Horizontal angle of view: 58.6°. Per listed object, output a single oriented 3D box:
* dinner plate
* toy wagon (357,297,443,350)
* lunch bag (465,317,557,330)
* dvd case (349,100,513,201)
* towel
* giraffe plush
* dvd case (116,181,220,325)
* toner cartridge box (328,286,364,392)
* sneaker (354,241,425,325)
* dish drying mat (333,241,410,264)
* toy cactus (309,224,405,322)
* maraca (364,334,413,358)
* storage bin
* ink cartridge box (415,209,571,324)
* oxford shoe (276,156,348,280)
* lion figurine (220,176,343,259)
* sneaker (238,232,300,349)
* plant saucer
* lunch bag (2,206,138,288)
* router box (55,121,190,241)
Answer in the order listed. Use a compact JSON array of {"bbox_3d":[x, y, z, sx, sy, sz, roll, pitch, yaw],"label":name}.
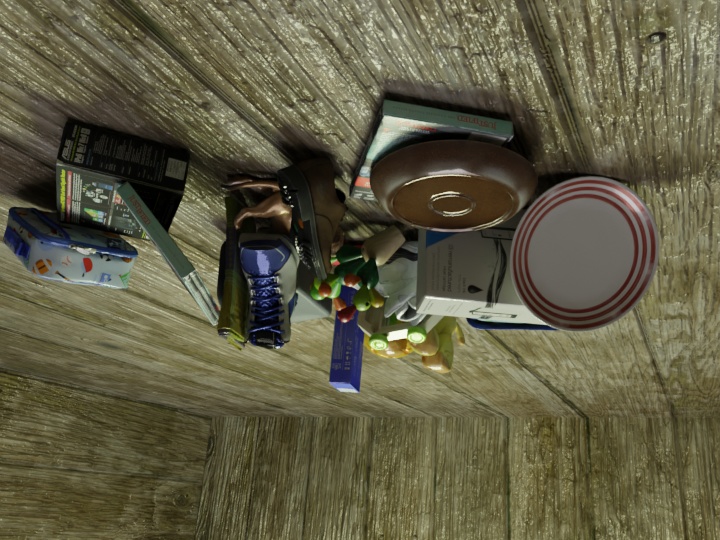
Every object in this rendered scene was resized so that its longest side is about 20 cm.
[{"bbox_3d":[0.285,-0.020,0.824,0.199,0.201,0.024,7,-171,-7],"label":"dinner plate"},{"bbox_3d":[0.090,0.054,1.075,0.199,0.156,0.040,-13,135,24],"label":"toy wagon"},{"bbox_3d":[0.260,0.034,1.056,0.169,0.128,0.200,1,173,-4],"label":"lunch bag"},{"bbox_3d":[0.074,-0.127,0.765,0.145,0.022,0.200,7,161,-9],"label":"dvd case"},{"bbox_3d":[-0.178,0.009,0.926,0.023,0.201,0.144,0,166,3],"label":"towel"},{"bbox_3d":[0.091,0.104,1.218,0.161,0.173,0.200,-13,-173,28],"label":"giraffe plush"},{"bbox_3d":[-0.241,-0.014,0.834,0.022,0.146,0.200,-36,166,-15],"label":"dvd case"},{"bbox_3d":[-0.022,0.127,1.235,0.043,0.201,0.095,1,159,11],"label":"toner cartridge box"},{"bbox_3d":[0.046,0.030,1.032,0.075,0.116,0.200,20,154,-35],"label":"sneaker"},{"bbox_3d":[0.023,-0.028,1.074,0.199,0.018,0.077,-1,158,13],"label":"dish drying mat"},{"bbox_3d":[0.000,0.000,0.972,0.102,0.165,0.200,53,178,-19],"label":"toy cactus"},{"bbox_3d":[0.052,0.137,1.384,0.137,0.108,0.199,24,153,-36],"label":"maraca"},{"bbox_3d":[-0.136,0.034,1.098,0.134,0.146,0.200,-7,157,18],"label":"storage bin"},{"bbox_3d":[0.183,-0.011,0.899,0.199,0.147,0.084,4,160,-3],"label":"ink cartridge box"},{"bbox_3d":[-0.049,-0.063,0.849,0.084,0.073,0.201,-30,146,-22],"label":"oxford shoe"},{"bbox_3d":[-0.104,-0.073,0.902,0.122,0.073,0.200,-9,153,13],"label":"lion figurine"},{"bbox_3d":[-0.127,0.045,0.919,0.080,0.116,0.200,0,142,1],"label":"sneaker"},{"bbox_3d":[0.109,-0.090,0.764,0.199,0.032,0.200,3,159,1],"label":"plant saucer"},{"bbox_3d":[-0.431,-0.036,0.943,0.160,0.076,0.200,14,-174,-45],"label":"lunch bag"},{"bbox_3d":[-0.321,-0.108,0.857,0.149,0.062,0.200,12,159,-22],"label":"router box"}]
